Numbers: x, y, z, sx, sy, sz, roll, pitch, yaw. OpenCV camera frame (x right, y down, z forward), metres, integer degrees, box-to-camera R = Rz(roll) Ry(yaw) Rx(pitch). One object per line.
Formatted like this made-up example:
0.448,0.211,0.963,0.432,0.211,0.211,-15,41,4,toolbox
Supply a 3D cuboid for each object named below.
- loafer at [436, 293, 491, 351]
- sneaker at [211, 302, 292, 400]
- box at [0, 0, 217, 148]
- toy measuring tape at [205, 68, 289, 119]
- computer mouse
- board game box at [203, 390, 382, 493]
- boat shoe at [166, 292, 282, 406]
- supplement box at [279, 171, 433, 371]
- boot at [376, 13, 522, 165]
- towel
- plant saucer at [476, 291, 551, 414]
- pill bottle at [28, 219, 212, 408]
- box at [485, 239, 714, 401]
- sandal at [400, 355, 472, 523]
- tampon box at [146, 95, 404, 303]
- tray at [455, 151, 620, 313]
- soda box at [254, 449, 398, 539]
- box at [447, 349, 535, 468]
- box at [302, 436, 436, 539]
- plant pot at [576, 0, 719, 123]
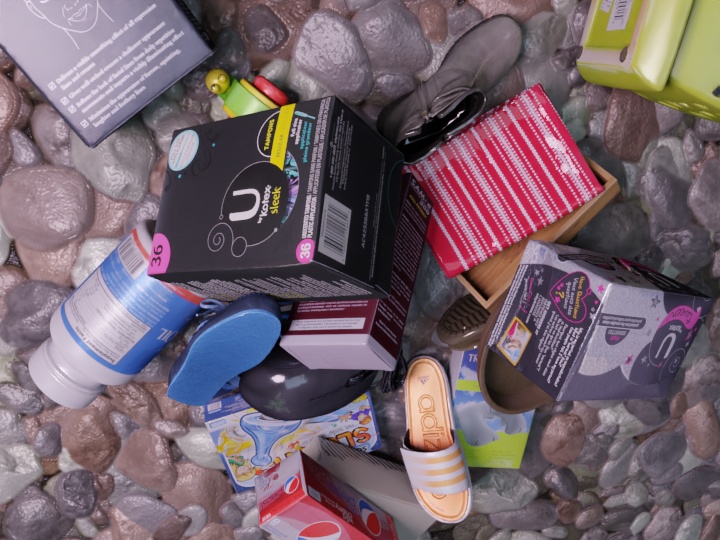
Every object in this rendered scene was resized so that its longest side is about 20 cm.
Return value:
0.190,0.054,0.814,0.199,0.076,0.068,-24,120,-8,loafer
-0.130,0.095,0.768,0.199,0.082,0.074,-36,114,6,sneaker
-0.253,-0.243,0.606,0.148,0.107,0.201,-35,113,4,box
-0.078,-0.144,0.697,0.199,0.074,0.074,35,100,-20,toy measuring tape
-0.035,0.116,0.731,0.198,0.053,0.140,-15,125,-13,computer mouse
-0.080,0.196,0.827,0.198,0.035,0.136,-17,124,-5,board game box
-0.149,0.070,0.679,0.084,0.069,0.200,31,132,-29,boat shoe
0.000,0.000,0.684,0.108,0.202,0.061,-4,147,34,supplement box
0.108,-0.184,0.685,0.200,0.131,0.068,-40,113,5,boot
0.147,-0.099,0.736,0.199,0.022,0.145,-30,85,10,towel
0.211,0.078,0.779,0.199,0.029,0.202,-17,122,-28,plant saucer
-0.258,0.051,0.711,0.200,0.112,0.112,-44,112,8,pill bottle
0.259,0.055,0.706,0.199,0.115,0.133,7,110,-37,box
0.083,0.212,0.820,0.078,0.059,0.209,-14,81,20,sandal
-0.079,-0.055,0.622,0.126,0.198,0.151,27,64,-54,tampon box
0.191,-0.054,0.768,0.200,0.099,0.037,-46,147,8,tray
-0.033,0.289,0.755,0.070,0.064,0.200,-35,126,10,soda box
0.172,0.164,0.871,0.121,0.048,0.202,5,109,-10,box
0.004,0.288,0.848,0.199,0.069,0.082,29,113,-32,box
0.346,-0.264,0.673,0.180,0.199,0.202,9,109,-8,plant pot
